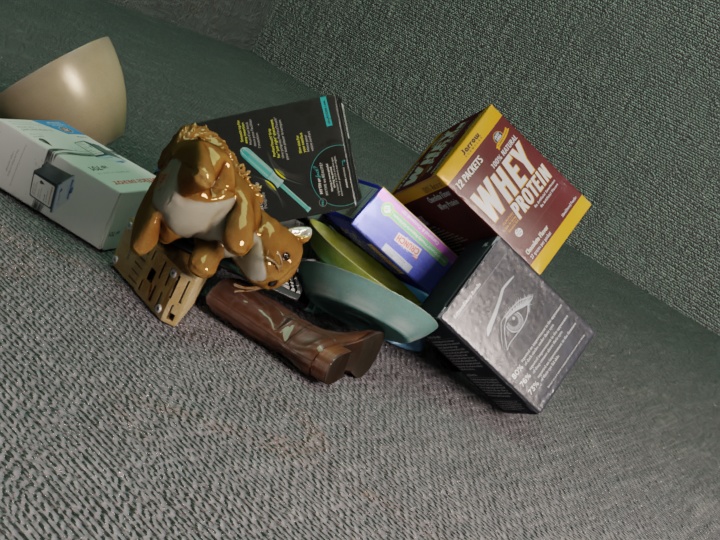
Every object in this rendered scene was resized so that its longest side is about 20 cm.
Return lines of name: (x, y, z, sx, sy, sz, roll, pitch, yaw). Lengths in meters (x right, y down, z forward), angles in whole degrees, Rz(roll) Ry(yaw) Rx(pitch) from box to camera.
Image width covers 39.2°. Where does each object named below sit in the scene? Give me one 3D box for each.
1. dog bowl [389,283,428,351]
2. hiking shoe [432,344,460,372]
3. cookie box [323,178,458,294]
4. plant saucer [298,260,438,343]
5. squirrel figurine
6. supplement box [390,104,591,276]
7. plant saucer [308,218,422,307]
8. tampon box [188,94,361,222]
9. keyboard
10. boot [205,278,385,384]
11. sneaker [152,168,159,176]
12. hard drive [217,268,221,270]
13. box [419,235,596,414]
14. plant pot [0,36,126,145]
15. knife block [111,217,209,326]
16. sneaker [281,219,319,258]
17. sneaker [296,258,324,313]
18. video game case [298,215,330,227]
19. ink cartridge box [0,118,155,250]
dog bowl: (0.060, 0.060, 1.548, 0.111, 0.050, 0.200, 27, 15, 0)
hiking shoe: (0.136, 0.105, 1.500, 0.075, 0.102, 0.200, 2, -19, 18)
cookie box: (0.033, -0.058, 1.513, 0.171, 0.075, 0.200, 42, -5, -23)
plant saucer: (0.003, 0.048, 1.302, 0.198, 0.036, 0.200, 23, -12, 5)
squirrel figurine: (-0.148, -0.070, 1.166, 0.186, 0.142, 0.201, 30, 27, -28)
supplement box: (0.178, -0.100, 1.442, 0.200, 0.133, 0.197, 42, -16, -10)
plant saucer: (0.000, 0.000, 1.419, 0.199, 0.031, 0.200, 38, 7, -5)
tampon box: (-0.111, -0.143, 1.360, 0.198, 0.152, 0.126, -11, 7, 5)
keyboard: (-0.163, -0.028, 1.259, 0.199, 0.021, 0.127, 27, 15, -23)
boot: (-0.082, 0.065, 1.270, 0.199, 0.065, 0.186, 27, 11, 21)
sneaker: (-0.233, -0.112, 1.464, 0.078, 0.076, 0.199, 19, 2, 33)
hard drive: (-0.257, -0.067, 1.452, 0.199, 0.038, 0.140, 30, 14, 14)
box: (0.192, 0.076, 1.372, 0.200, 0.148, 0.104, 44, -18, -10)
plant pot: (-0.426, -0.237, 1.502, 0.135, 0.199, 0.200, 61, 8, -14)
knife block: (-0.207, -0.002, 1.253, 0.175, 0.064, 0.200, 12, 21, -46)
sneaker: (-0.120, -0.057, 1.587, 0.199, 0.078, 0.099, 32, 12, 15)
sneaker: (-0.071, 0.018, 1.448, 0.087, 0.075, 0.200, 23, -1, 30)
video game case: (-0.106, -0.086, 1.632, 0.181, 0.023, 0.200, 35, -12, 25)
ink cartridge box: (-0.369, -0.116, 1.325, 0.199, 0.087, 0.146, 28, 14, 12)
